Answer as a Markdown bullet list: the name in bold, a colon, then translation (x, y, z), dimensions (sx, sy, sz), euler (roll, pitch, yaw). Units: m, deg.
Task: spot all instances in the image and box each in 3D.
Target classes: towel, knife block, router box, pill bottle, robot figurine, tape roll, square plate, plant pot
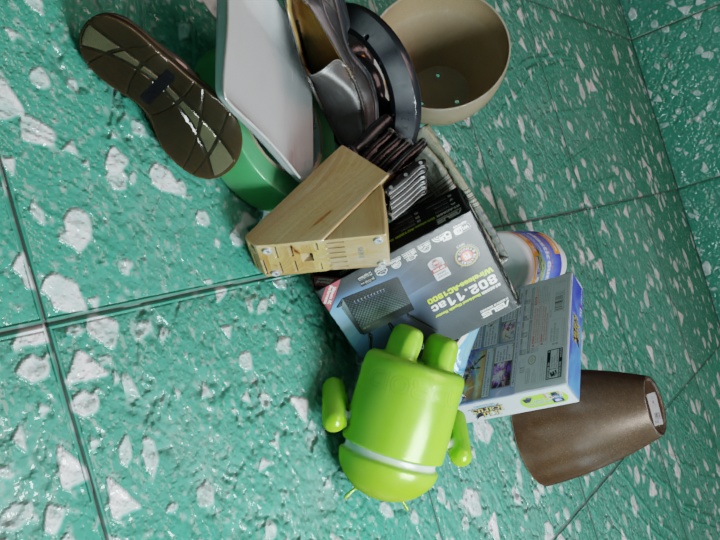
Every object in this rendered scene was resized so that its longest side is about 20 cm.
- **towel**: translation (0.086, -0.078, 1.137), dimensions (0.035, 0.193, 0.200), euler (-35, 96, -21)
- **knife block**: translation (-0.022, -0.089, 0.975), dimensions (0.064, 0.199, 0.176), euler (80, 5, -58)
- **router box**: translation (0.063, 0.018, 1.029), dimensions (0.150, 0.200, 0.062), euler (57, 10, -32)
- **pill bottle**: translation (0.264, -0.009, 1.455), dimensions (0.200, 0.112, 0.112), euler (-5, 79, -57)
- **robot figurine**: translation (0.045, 0.163, 0.986), dimensions (0.175, 0.116, 0.200), euler (16, 88, -14)
- **tape roll**: translation (-0.106, -0.169, 1.018), dimensions (0.200, 0.048, 0.201), euler (31, 51, -47)
- **square plate**: translation (-0.102, -0.210, 0.938), dimensions (0.198, 0.028, 0.200), euler (46, 37, -59)
- **plant pot**: translation (0.117, -0.294, 1.323), dimensions (0.135, 0.200, 0.201), euler (74, 10, -71)
- **plant pot**: translation (0.370, 0.233, 1.414), dimensions (0.187, 0.200, 0.187), euler (32, 49, -47)

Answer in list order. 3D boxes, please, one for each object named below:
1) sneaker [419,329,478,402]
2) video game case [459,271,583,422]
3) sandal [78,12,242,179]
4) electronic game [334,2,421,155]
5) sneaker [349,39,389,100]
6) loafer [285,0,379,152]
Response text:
- **sneaker**: translation (0.096, 0.125, 1.111), dimensions (0.090, 0.078, 0.200), euler (38, 80, -44)
- **video game case**: translation (0.219, 0.109, 1.258), dimensions (0.045, 0.181, 0.200), euler (50, 38, -33)
- **sandal**: translation (-0.191, -0.175, 0.881), dimensions (0.200, 0.082, 0.055), euler (42, 20, -29)
- **electronic game**: translation (-0.001, -0.220, 1.076), dimensions (0.042, 0.200, 0.200), euler (-29, 101, -33)
- **sneaker**: translation (-0.013, -0.248, 1.193), dimensions (0.090, 0.070, 0.201), euler (10, 61, -17)
- **loafer**: translation (-0.038, -0.223, 1.001), dimensions (0.072, 0.073, 0.200), euler (-38, 109, -55)
